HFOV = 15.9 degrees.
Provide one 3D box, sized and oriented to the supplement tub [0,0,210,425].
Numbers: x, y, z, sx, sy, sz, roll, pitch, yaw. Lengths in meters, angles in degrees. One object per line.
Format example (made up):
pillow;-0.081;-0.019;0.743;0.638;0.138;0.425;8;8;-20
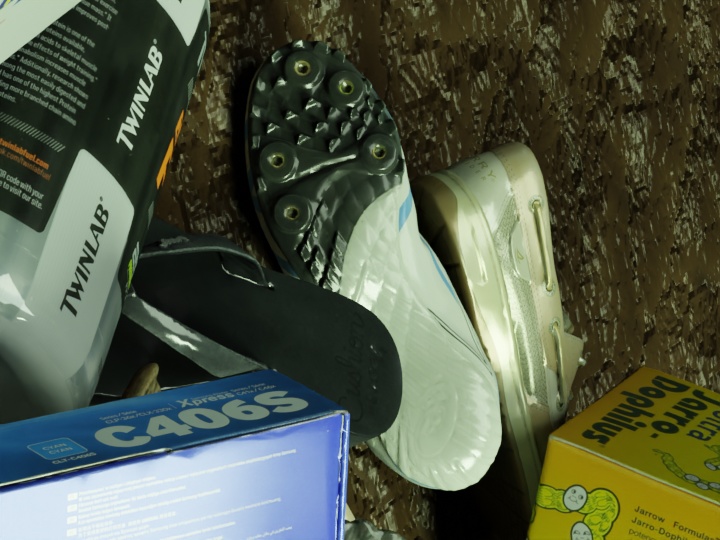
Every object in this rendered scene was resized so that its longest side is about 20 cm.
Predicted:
supplement tub;-0.119;-0.050;0.824;0.123;0.122;0.201;50;44;-42

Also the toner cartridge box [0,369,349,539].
toner cartridge box;-0.096;0.093;0.711;0.199;0.043;0.096;-10;111;-35

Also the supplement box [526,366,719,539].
supplement box;0.131;0.164;1.147;0.109;0.109;0.201;-28;134;-58

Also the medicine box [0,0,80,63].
medicine box;-0.160;-0.141;0.682;0.200;0.103;0.182;46;38;-2

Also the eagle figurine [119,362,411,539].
eagle figurine;-0.040;0.135;0.859;0.201;0.151;0.151;54;24;-7

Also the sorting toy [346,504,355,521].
sorting toy;-0.053;0.169;0.983;0.186;0.036;0.200;62;41;-30

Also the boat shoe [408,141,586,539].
boat shoe;0.071;0.040;1.150;0.065;0.072;0.201;-25;117;-22

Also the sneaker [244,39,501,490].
sneaker;0.000;0.000;1.086;0.201;0.071;0.072;68;-12;-8

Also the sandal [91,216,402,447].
sandal;-0.057;0.015;0.953;0.199;0.043;0.077;13;63;-40
